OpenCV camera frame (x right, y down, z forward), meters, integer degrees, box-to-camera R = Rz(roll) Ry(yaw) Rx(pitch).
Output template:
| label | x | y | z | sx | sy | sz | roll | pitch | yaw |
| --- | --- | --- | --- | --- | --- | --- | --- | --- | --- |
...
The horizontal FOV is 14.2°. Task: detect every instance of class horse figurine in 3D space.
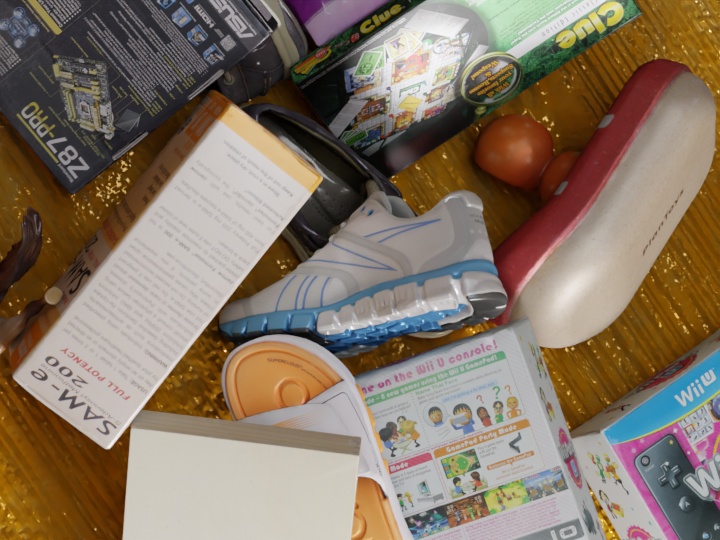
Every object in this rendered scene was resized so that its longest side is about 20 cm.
| label | x | y | z | sx | sy | sz | roll | pitch | yaw |
| --- | --- | --- | --- | --- | --- | --- | --- | --- | --- |
| horse figurine | -0.243 | 0.056 | 1.663 | 0.050 | 0.133 | 0.200 | 44 | 65 | -13 |

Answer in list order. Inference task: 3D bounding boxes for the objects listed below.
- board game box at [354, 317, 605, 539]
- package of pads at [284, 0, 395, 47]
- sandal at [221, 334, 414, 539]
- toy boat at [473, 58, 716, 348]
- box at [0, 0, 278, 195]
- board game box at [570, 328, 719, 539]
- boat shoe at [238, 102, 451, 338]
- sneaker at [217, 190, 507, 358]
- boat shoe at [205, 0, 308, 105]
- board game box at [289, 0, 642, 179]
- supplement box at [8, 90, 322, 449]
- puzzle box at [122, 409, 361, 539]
| label | x | y | z | sx | sy | sz | roll | pitch | yaw |
| --- | --- | --- | --- | --- | --- | --- | --- | --- | --- |
| board game box | 0.063 | 0.147 | 1.746 | 0.147 | 0.064 | 0.200 | -19 | 91 | 15 |
| package of pads | 0.026 | -0.237 | 1.779 | 0.200 | 0.076 | 0.121 | -30 | 95 | 6 |
| sandal | -0.018 | 0.133 | 1.695 | 0.079 | 0.059 | 0.207 | -28 | 87 | 17 |
| toy boat | 0.130 | -0.053 | 1.822 | 0.131 | 0.131 | 0.200 | 28 | 72 | 17 |
| box | -0.172 | -0.170 | 1.714 | 0.161 | 0.049 | 0.200 | -39 | 97 | 9 |
| board game box | 0.245 | 0.151 | 1.854 | 0.147 | 0.064 | 0.200 | -33 | 94 | -21 |
| boat shoe | -0.007 | -0.031 | 1.784 | 0.200 | 0.065 | 0.072 | 42 | 72 | -10 |
| sneaker | 0.000 | 0.000 | 1.732 | 0.075 | 0.200 | 0.087 | 20 | 62 | -53 |
| boat shoe | -0.115 | -0.185 | 1.760 | 0.073 | 0.074 | 0.200 | -41 | 97 | -20 |
| board game box | 0.065 | -0.141 | 1.776 | 0.200 | 0.023 | 0.105 | -33 | 128 | 6 |
| supplement box | -0.117 | -0.004 | 1.681 | 0.074 | 0.126 | 0.200 | 38 | 90 | -11 |
| puzzle box | -0.074 | 0.180 | 1.681 | 0.133 | 0.025 | 0.200 | 7 | 115 | 1 |
